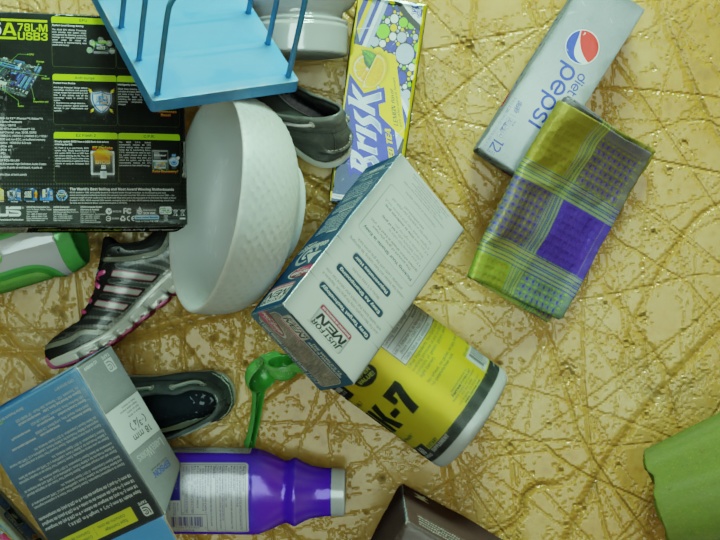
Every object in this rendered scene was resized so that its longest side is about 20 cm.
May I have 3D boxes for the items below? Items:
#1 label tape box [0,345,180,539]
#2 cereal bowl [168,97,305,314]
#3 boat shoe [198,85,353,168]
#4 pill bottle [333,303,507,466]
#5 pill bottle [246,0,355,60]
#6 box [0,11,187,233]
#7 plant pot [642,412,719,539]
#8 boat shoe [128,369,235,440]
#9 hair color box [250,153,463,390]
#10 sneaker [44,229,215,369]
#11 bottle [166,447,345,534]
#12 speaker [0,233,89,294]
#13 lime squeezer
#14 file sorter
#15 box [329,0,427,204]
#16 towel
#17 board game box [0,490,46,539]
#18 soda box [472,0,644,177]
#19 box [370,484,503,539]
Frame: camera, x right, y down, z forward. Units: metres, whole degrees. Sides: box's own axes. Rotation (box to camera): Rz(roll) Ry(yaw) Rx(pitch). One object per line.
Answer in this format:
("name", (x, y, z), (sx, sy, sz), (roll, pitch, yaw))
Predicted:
("label tape box", (-0.252, 0.193, 1.274), (0.144, 0.063, 0.201), (-27, 96, 28))
("cereal bowl", (-0.106, -0.057, 1.220), (0.083, 0.200, 0.202), (7, 93, -26))
("boat shoe", (-0.088, -0.165, 1.274), (0.199, 0.057, 0.067), (29, 53, 25))
("pill bottle", (0.031, 0.087, 1.292), (0.199, 0.114, 0.115), (36, 92, -1))
("pill bottle", (-0.058, -0.305, 1.274), (0.113, 0.114, 0.202), (0, 93, 0))
("box", (-0.258, -0.132, 1.209), (0.198, 0.047, 0.195), (-2, 85, -18))
("plant pot", (0.377, 0.202, 1.275), (0.189, 0.200, 0.201), (-20, 93, 14))
("boat shoe", (-0.223, 0.140, 1.321), (0.198, 0.062, 0.073), (-11, 96, 2))
("hair color box", (0.000, 0.000, 1.205), (0.100, 0.060, 0.200), (48, 57, -17))
("sneaker", (-0.238, 0.014, 1.312), (0.200, 0.074, 0.088), (-39, 92, -3))
("bottle", (-0.114, 0.217, 1.323), (0.198, 0.065, 0.084), (0, 98, 0))
("speaker", (-0.369, -0.013, 1.301), (0.198, 0.088, 0.089), (-16, 93, 1))
("lime squeezer", (-0.080, 0.110, 1.277), (0.037, 0.200, 0.071), (4, 64, -31))
("file sorter", (-0.147, -0.256, 1.169), (0.138, 0.123, 0.201), (-12, 52, -26))
("box", (0.016, -0.161, 1.305), (0.069, 0.064, 0.202), (8, 92, -1))
("towel", (0.194, -0.057, 1.292), (0.143, 0.023, 0.201), (27, 95, -37))
("board game box", (-0.364, 0.268, 1.262), (0.056, 0.196, 0.200), (-42, 91, 2))
("soda box", (0.191, -0.183, 1.303), (0.068, 0.063, 0.201), (32, 92, -2))
("box", (0.064, 0.343, 1.279), (0.165, 0.164, 0.201), (28, 93, -1))
